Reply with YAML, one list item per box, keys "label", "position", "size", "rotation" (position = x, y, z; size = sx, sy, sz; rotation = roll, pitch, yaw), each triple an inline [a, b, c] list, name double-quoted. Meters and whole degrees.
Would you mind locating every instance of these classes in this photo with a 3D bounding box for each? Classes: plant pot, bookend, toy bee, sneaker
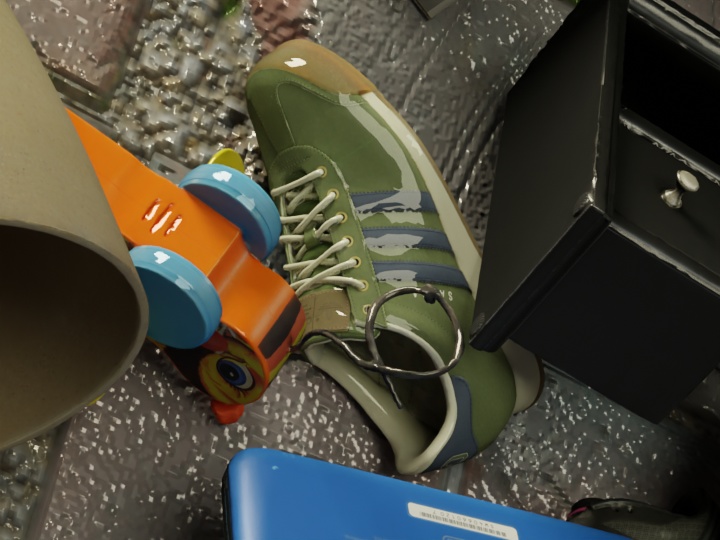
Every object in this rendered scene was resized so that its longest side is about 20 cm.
- label: "plant pot"
  position: [-0.187, -0.052, 0.770]
  size: [0.186, 0.187, 0.201]
  rotation: [4, 56, -33]
- label: "bookend"
  position: [0.162, -0.009, 0.959]
  size: [0.198, 0.092, 0.201]
  rotation: [31, 36, -12]
- label: "toy bee"
  position: [-0.070, 0.019, 0.869]
  size: [0.131, 0.109, 0.200]
  rotation: [-31, 67, -30]
- label: "sneaker"
  position: [0.000, 0.000, 0.929]
  size: [0.090, 0.067, 0.201]
  rotation: [-41, 101, -42]
- label: "sneaker"
  position: [0.101, 0.149, 0.951]
  size: [0.199, 0.077, 0.084]
  rotation: [-11, 63, -40]

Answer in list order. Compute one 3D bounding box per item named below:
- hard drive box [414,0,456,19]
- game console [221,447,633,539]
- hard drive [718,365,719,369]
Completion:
- label: "hard drive box"
  position: [0.107, -0.224, 1.003]
  size: [0.077, 0.200, 0.156]
  rotation: [51, 54, -8]
- label: "game console"
  position: [0.026, 0.183, 0.834]
  size: [0.199, 0.119, 0.171]
  rotation: [16, 32, -18]
- label: "hard drive"
  position: [0.234, -0.024, 1.124]
  size: [0.132, 0.027, 0.200]
  rotation: [46, 54, -11]
